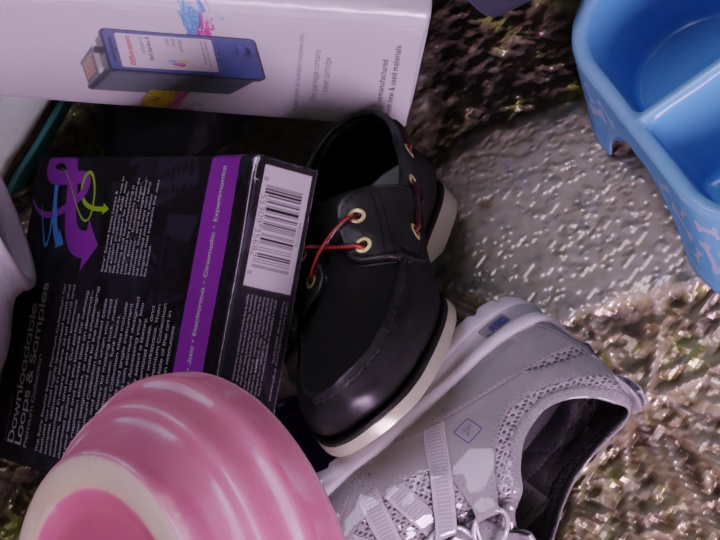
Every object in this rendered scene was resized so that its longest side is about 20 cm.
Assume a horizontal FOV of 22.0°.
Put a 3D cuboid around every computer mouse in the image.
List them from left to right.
[{"bbox_3d":[-0.069,-0.125,0.915,0.138,0.053,0.200,0,41,37],"label":"computer mouse"}]

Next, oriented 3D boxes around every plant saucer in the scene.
[{"bbox_3d":[-0.073,0.139,0.675,0.200,0.051,0.202,5,97,52],"label":"plant saucer"}]

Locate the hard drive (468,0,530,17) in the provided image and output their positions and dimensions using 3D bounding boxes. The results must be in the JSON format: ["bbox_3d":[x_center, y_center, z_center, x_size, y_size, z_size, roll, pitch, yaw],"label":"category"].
[{"bbox_3d":[0.130,-0.175,0.823,0.199,0.043,0.135,-29,7,10],"label":"hard drive"}]

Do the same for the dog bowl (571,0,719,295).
[{"bbox_3d":[0.156,-0.072,0.766,0.111,0.050,0.201,-35,44,6],"label":"dog bowl"}]

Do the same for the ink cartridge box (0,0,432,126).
[{"bbox_3d":[-0.070,-0.153,0.832,0.198,0.088,0.146,4,60,-5],"label":"ink cartridge box"}]

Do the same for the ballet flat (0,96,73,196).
[{"bbox_3d":[-0.157,-0.126,0.953,0.200,0.069,0.070,-50,37,31],"label":"ballet flat"}]

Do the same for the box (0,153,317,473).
[{"bbox_3d":[-0.096,0.023,0.798,0.199,0.036,0.144,6,84,54],"label":"box"}]

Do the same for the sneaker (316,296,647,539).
[{"bbox_3d":[0.030,0.098,0.700,0.082,0.075,0.201,23,71,44],"label":"sneaker"}]

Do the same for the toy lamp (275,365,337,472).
[{"bbox_3d":[-0.060,0.015,0.839,0.058,0.058,0.200,-37,47,3],"label":"toy lamp"}]

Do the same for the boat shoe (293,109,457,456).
[{"bbox_3d":[-0.002,0.001,0.756,0.073,0.063,0.202,-31,23,22],"label":"boat shoe"}]

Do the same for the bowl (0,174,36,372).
[{"bbox_3d":[-0.204,-0.019,0.820,0.090,0.202,0.202,-23,46,-1],"label":"bowl"}]
